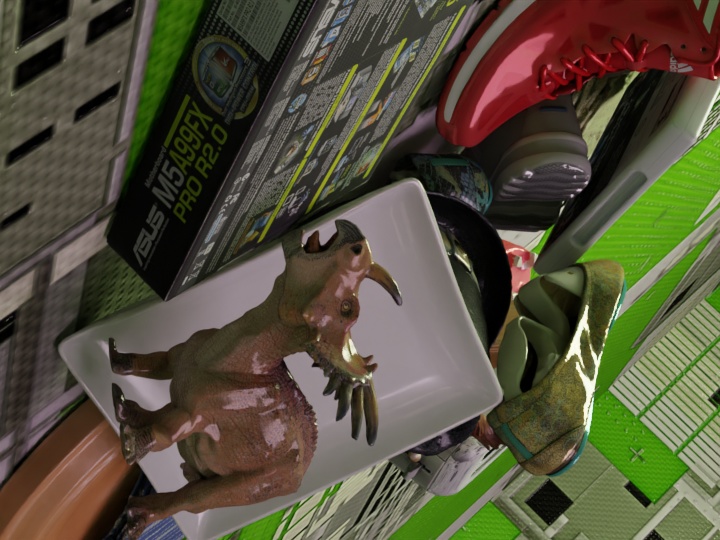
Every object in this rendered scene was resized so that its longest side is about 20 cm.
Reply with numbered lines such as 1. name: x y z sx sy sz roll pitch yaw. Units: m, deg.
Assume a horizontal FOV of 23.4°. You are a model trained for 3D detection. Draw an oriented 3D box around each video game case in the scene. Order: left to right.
1. video game case: 0.196 -0.105 1.139 0.200 0.023 0.182 -59 -175 -37

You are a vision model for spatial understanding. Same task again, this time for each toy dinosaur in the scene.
1. toy dinosaur: -0.050 0.071 0.838 0.135 0.086 0.200 -6 147 -10

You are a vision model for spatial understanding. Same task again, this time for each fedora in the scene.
1. fedora: 0.021 0.049 1.042 0.200 0.092 0.201 -14 135 -15

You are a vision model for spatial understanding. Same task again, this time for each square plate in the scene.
1. square plate: -0.036 0.049 0.928 0.198 0.028 0.200 -25 137 0

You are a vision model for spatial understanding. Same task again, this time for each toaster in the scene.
1. toaster: 0.083 0.095 1.471 0.200 0.129 0.114 -38 165 -33

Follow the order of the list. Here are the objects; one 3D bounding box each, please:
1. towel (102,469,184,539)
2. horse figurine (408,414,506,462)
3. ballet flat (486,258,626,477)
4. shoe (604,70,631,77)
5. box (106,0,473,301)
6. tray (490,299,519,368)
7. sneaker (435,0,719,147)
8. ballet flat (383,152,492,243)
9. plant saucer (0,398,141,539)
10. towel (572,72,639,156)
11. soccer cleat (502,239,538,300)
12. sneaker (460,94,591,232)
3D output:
1. towel: -0.136 0.166 1.113 0.200 0.024 0.145 -52 169 31
2. horse figurine: 0.003 0.120 1.249 0.199 0.050 0.133 -13 163 4
3. ballet flat: 0.119 0.041 1.068 0.071 0.071 0.200 -57 -174 40
4. shoe: 0.207 -0.202 1.092 0.200 0.071 0.091 -42 -173 34
5. box: -0.020 -0.090 0.782 0.160 0.044 0.200 -35 163 -43
6. tray: 0.036 0.072 1.268 0.098 0.037 0.200 -4 161 -25
7. sneaker: 0.142 -0.128 1.013 0.200 0.115 0.078 -49 166 8
8. ballet flat: 0.000 0.000 1.102 0.200 0.074 0.074 -53 165 21
9. plant saucer: -0.148 0.119 1.039 0.200 0.032 0.200 -43 167 -12
10. towel: 0.207 -0.153 1.323 0.200 0.036 0.149 -31 159 -45
11. soccer cleat: 0.057 0.001 1.267 0.200 0.076 0.067 2 94 -56
12. sneaker: 0.103 -0.075 1.144 0.074 0.082 0.200 4 167 -17
